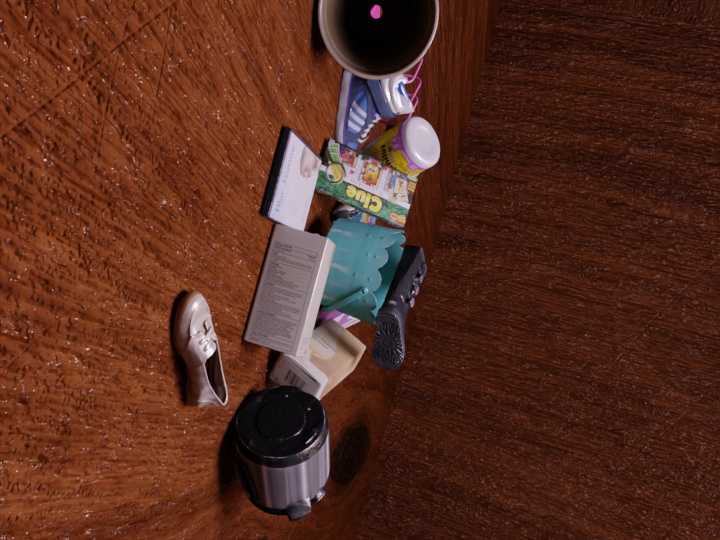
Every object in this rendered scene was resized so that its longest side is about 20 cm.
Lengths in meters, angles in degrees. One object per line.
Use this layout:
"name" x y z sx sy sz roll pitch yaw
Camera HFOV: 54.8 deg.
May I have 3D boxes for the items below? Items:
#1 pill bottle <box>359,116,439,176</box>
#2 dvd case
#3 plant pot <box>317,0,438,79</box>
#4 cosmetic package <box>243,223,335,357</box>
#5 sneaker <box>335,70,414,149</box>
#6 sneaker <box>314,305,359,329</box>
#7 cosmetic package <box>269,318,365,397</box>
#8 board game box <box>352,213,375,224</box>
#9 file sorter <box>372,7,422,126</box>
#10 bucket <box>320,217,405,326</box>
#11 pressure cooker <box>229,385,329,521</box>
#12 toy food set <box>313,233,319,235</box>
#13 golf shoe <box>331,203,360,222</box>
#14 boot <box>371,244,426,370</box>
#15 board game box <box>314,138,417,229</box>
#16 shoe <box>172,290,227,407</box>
"pill bottle" 0.062 -0.230 1.433 0.103 0.198 0.107 18 63 -38
"dvd case" -0.114 -0.148 1.190 0.200 0.017 0.146 23 82 -77
"plant pot" 0.028 -0.438 1.183 0.174 0.194 0.205 -90 -170 -70
"cosmetic package" -0.119 0.035 1.181 0.071 0.103 0.205 37 70 -78
"sneaker" 0.031 -0.303 1.374 0.081 0.143 0.204 -55 156 -56
"sneaker" -0.037 0.064 1.512 0.199 0.072 0.116 -37 143 -23
"cosmetic package" -0.081 0.181 1.382 0.072 0.104 0.199 -59 168 27
"board game box" 0.012 -0.163 1.674 0.151 0.046 0.205 65 41 -71
"file sorter" 0.060 -0.421 1.424 0.140 0.122 0.203 -64 163 -44
"bucket" 0.000 0.000 1.377 0.207 0.131 0.213 15 90 -77
"pressure cooker" -0.137 0.335 1.249 0.177 0.174 0.204 -57 155 -47
"toy food set" -0.112 0.029 1.326 0.198 0.047 0.205 67 38 -70
"golf shoe" -0.008 -0.177 1.545 0.199 0.096 0.077 -40 -171 -37
"boot" 0.079 0.071 1.377 0.202 0.064 0.168 -68 168 -46
"board game box" 0.010 -0.167 1.347 0.023 0.196 0.107 -15 -125 70
"shoe" -0.213 0.112 0.951 0.070 0.052 0.204 -61 161 -49
